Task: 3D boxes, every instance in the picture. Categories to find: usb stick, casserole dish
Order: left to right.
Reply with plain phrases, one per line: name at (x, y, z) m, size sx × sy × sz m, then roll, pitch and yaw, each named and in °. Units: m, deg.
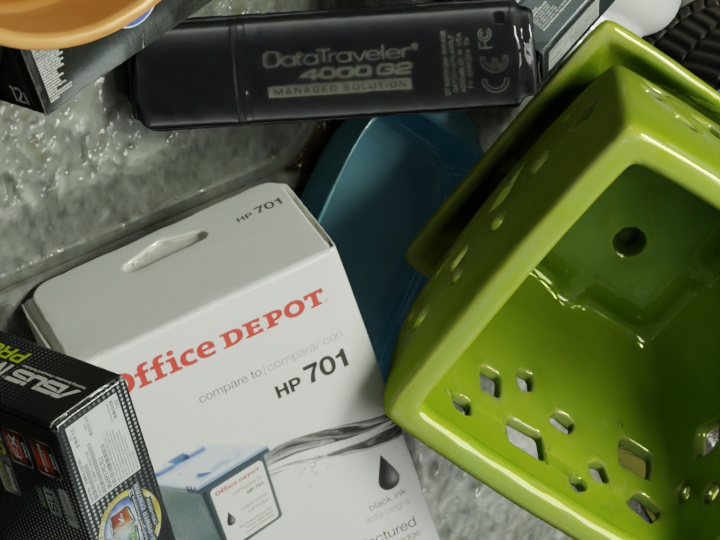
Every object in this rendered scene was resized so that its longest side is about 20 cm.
usb stick at (-0.015, -0.100, 1.380) m, size 0.033 × 0.200 × 0.056 m, roll -69°, pitch 155°, yaw -76°
casserole dish at (0.000, 0.000, 1.513) m, size 0.121 × 0.039 × 0.200 m, roll 32°, pitch 79°, yaw -45°

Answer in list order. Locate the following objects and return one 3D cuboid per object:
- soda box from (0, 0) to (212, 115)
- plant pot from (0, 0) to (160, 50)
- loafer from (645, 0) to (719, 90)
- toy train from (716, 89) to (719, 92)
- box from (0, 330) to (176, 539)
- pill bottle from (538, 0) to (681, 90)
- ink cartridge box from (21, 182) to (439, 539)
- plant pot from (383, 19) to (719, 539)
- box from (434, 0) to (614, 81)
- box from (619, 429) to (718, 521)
soda box at (-0.104, -0.154, 1.338) m, size 0.200 × 0.071 × 0.063 m, roll -37°, pitch 127°, yaw -30°
plant pot at (-0.168, -0.202, 1.211) m, size 0.200 × 0.140 × 0.200 m, roll -16°, pitch 113°, yaw -42°
loafer at (0.182, -0.068, 1.655) m, size 0.071 × 0.073 × 0.200 m, roll 30°, pitch 91°, yaw -49°
toy train at (0.134, -0.034, 1.539) m, size 0.200 × 0.085 × 0.116 m, roll -7°, pitch 136°, yaw -2°
box at (-0.148, 0.122, 1.318) m, size 0.044 × 0.160 × 0.200 m, roll -36°, pitch 126°, yaw -33°
pill bottle at (0.129, -0.195, 1.524) m, size 0.116 × 0.116 × 0.200 m, roll 22°, pitch 87°, yaw -46°
ink cartridge box at (-0.060, 0.080, 1.413) m, size 0.146 × 0.086 × 0.200 m, roll -25°, pitch 123°, yaw -9°
plant pot at (0.140, 0.008, 1.423) m, size 0.199 × 0.182 × 0.200 m, roll 32°, pitch 113°, yaw -18°
box at (0.095, -0.219, 1.433) m, size 0.200 × 0.158 × 0.051 m, roll -49°, pitch 168°, yaw -9°
box at (0.218, 0.139, 1.762) m, size 0.075 × 0.050 × 0.200 m, roll -49°, pitch 132°, yaw -23°
